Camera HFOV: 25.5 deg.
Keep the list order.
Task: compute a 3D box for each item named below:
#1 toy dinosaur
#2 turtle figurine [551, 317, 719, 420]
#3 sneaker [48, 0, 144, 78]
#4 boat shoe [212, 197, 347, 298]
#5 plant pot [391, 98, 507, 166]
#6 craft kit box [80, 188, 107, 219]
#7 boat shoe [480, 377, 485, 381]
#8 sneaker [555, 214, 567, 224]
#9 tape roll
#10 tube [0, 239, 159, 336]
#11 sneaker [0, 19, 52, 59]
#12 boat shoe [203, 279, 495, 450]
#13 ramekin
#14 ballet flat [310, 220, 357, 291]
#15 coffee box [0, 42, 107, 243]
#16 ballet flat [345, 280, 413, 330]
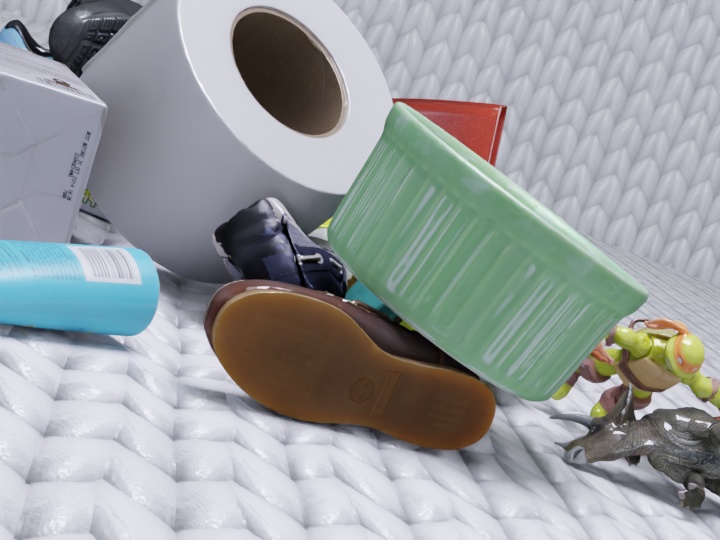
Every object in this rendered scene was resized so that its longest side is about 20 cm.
[{"bbox_3d":[0.239,0.125,1.094,0.199,0.077,0.102,15,17,-26],"label":"toy dinosaur"},{"bbox_3d":[0.197,0.066,1.154,0.199,0.065,0.161,23,-22,-17],"label":"turtle figurine"},{"bbox_3d":[-0.207,-0.186,1.267,0.091,0.076,0.200,37,10,9],"label":"sneaker"},{"bbox_3d":[-0.039,0.024,1.104,0.093,0.074,0.200,60,7,20],"label":"boat shoe"},{"bbox_3d":[0.033,-0.078,1.529,0.175,0.202,0.200,13,7,6],"label":"plant pot"},{"bbox_3d":[-0.198,-0.074,1.374,0.196,0.049,0.200,24,8,1],"label":"craft kit box"},{"bbox_3d":[0.099,0.058,1.215,0.074,0.067,0.200,60,15,19],"label":"boat shoe"},{"bbox_3d":[0.166,-0.006,1.320,0.093,0.071,0.200,25,6,-13],"label":"sneaker"},{"bbox_3d":[-0.091,-0.109,1.152,0.202,0.139,0.204,27,45,-31],"label":"tape roll"},{"bbox_3d":[-0.199,0.005,0.847,0.199,0.051,0.077,7,12,-46],"label":"tube"},{"bbox_3d":[-0.225,-0.151,1.341,0.199,0.091,0.078,21,8,-7],"label":"sneaker"},{"bbox_3d":[-0.012,0.052,0.932,0.199,0.071,0.070,27,11,-34],"label":"boat shoe"},{"bbox_3d":[0.074,-0.008,1.001,0.199,0.098,0.200,36,8,-6],"label":"ramekin"},{"bbox_3d":[0.000,0.000,1.268,0.199,0.067,0.067,22,6,-16],"label":"ballet flat"},{"bbox_3d":[-0.239,-0.086,1.084,0.079,0.115,0.200,16,9,-22],"label":"coffee box"},{"bbox_3d":[0.027,0.045,1.133,0.067,0.067,0.200,49,3,-9],"label":"ballet flat"}]
